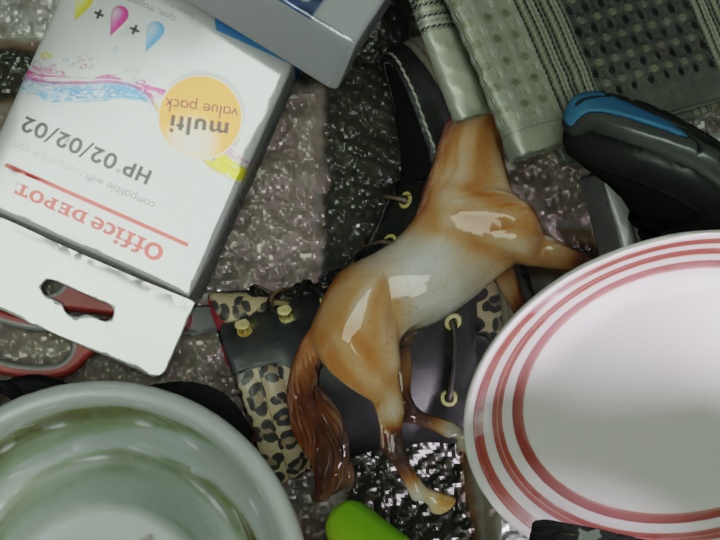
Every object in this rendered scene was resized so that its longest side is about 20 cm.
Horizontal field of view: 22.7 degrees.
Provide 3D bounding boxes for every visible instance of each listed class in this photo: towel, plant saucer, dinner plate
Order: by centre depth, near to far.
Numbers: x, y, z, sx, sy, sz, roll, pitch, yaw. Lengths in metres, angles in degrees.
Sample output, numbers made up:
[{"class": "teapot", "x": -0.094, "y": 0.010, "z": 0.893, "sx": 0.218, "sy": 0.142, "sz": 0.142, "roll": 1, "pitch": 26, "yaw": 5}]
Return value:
[{"class": "dinner plate", "x": 0.143, "y": 0.058, "z": 0.787, "sx": 0.199, "sy": 0.024, "sz": 0.201, "roll": -2, "pitch": 129, "yaw": -3}, {"class": "plant saucer", "x": -0.117, "y": 0.151, "z": 0.796, "sx": 0.199, "sy": 0.050, "sz": 0.201, "roll": -2, "pitch": 70, "yaw": 6}, {"class": "towel", "x": 0.096, "y": -0.151, "z": 0.838, "sx": 0.192, "sy": 0.035, "sz": 0.201, "roll": -17, "pitch": 80, "yaw": -35}]

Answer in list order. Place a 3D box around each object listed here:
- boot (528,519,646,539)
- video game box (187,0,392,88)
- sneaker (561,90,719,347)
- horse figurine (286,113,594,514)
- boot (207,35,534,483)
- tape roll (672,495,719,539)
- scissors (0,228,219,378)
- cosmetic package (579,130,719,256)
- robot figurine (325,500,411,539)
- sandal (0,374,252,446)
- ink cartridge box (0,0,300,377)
[{"class": "boot", "x": 0.151, "y": 0.193, "z": 0.795, "sx": 0.199, "sy": 0.070, "sz": 0.132, "roll": 13, "pitch": 82, "yaw": -6}, {"class": "video game box", "x": -0.049, "y": -0.208, "z": 0.843, "sx": 0.199, "sy": 0.047, "sz": 0.183, "roll": 31, "pitch": 59, "yaw": 0}, {"class": "sneaker", "x": 0.159, "y": -0.005, "z": 0.785, "sx": 0.200, "sy": 0.073, "sz": 0.082, "roll": 32, "pitch": 102, "yaw": -21}, {"class": "horse figurine", "x": 0.036, "y": 0.019, "z": 0.811, "sx": 0.200, "sy": 0.050, "sz": 0.133, "roll": -42, "pitch": 101, "yaw": -4}, {"class": "boot", "x": 0.000, "y": 0.000, "z": 0.867, "sx": 0.150, "sy": 0.073, "sz": 0.201, "roll": -17, "pitch": 97, "yaw": -5}, {"class": "tape roll", "x": 0.242, "y": 0.085, "z": 0.875, "sx": 0.199, "sy": 0.066, "sz": 0.201, "roll": 0, "pitch": 90, "yaw": 0}, {"class": "scissors", "x": -0.103, "y": 0.031, "z": 0.899, "sx": 0.199, "sy": 0.014, "sz": 0.074, "roll": 13, "pitch": 83, "yaw": -3}, {"class": "cosmetic package", "x": 0.211, "y": -0.052, "z": 0.867, "sx": 0.199, "sy": 0.083, "sz": 0.051, "roll": -16, "pitch": 88, "yaw": -1}, {"class": "robot figurine", "x": 0.011, "y": 0.196, "z": 0.849, "sx": 0.199, "sy": 0.116, "sz": 0.176, "roll": 5, "pitch": 111, "yaw": 0}, {"class": "sandal", "x": -0.144, "y": 0.082, "z": 0.873, "sx": 0.199, "sy": 0.048, "sz": 0.076, "roll": -4, "pitch": 126, "yaw": 17}, {"class": "ink cartridge box", "x": -0.108, "y": -0.061, "z": 0.864, "sx": 0.115, "sy": 0.068, "sz": 0.201, "roll": 23, "pitch": 86, "yaw": 0}]
